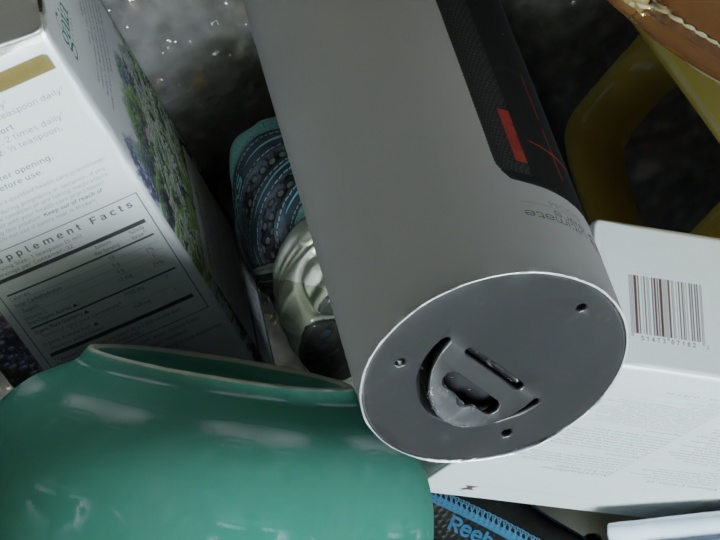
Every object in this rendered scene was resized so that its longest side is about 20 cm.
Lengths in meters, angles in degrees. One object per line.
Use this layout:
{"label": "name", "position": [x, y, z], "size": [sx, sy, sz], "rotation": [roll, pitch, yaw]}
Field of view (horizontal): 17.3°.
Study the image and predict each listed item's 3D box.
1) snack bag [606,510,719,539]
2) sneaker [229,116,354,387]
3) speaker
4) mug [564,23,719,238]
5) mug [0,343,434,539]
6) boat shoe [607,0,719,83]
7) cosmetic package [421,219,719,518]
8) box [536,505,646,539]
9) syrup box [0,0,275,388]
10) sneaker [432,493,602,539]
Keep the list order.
{"label": "snack bag", "position": [0.196, 0.122, 0.881], "size": [0.187, 0.022, 0.200], "rotation": [-9, 154, 15]}
{"label": "sneaker", "position": [0.000, 0.000, 0.855], "size": [0.077, 0.087, 0.200], "rotation": [-31, 160, -4]}
{"label": "speaker", "position": [0.016, -0.041, 0.717], "size": [0.080, 0.201, 0.082], "rotation": [-9, 137, -8]}
{"label": "mug", "position": [0.154, -0.080, 0.756], "size": [0.148, 0.154, 0.187], "rotation": [-8, 137, -10]}
{"label": "mug", "position": [-0.052, 0.086, 0.763], "size": [0.151, 0.185, 0.115], "rotation": [8, 92, -1]}
{"label": "boat shoe", "position": [0.070, -0.110, 0.663], "size": [0.074, 0.200, 0.076], "rotation": [-7, 131, -55]}
{"label": "cosmetic package", "position": [0.133, 0.043, 0.788], "size": [0.198, 0.052, 0.151], "rotation": [9, 156, -20]}
{"label": "box", "position": [0.079, 0.121, 0.973], "size": [0.198, 0.083, 0.069], "rotation": [-3, 149, -4]}
{"label": "syrup box", "position": [-0.101, -0.024, 0.788], "size": [0.081, 0.079, 0.200], "rotation": [-23, 137, 7]}
{"label": "sneaker", "position": [0.069, 0.141, 0.881], "size": [0.081, 0.201, 0.073], "rotation": [-29, 168, -1]}
